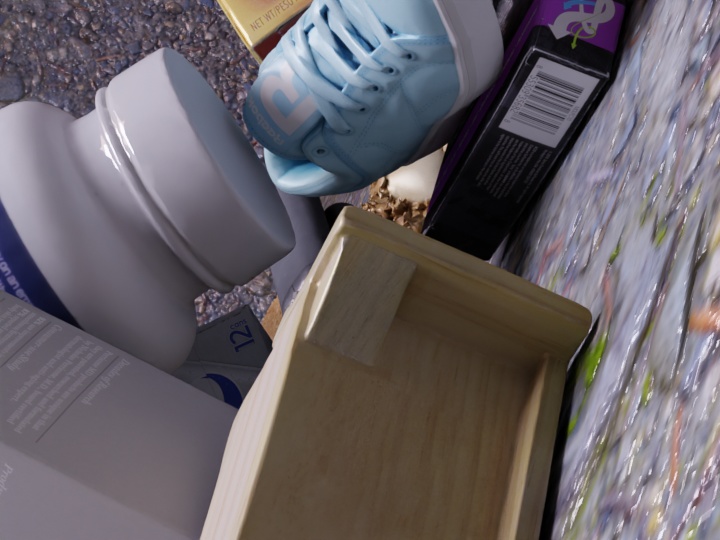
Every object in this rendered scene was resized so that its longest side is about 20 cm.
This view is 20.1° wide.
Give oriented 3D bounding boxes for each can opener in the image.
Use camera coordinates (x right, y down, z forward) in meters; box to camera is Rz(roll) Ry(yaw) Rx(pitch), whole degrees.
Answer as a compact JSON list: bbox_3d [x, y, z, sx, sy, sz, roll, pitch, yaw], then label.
[{"bbox_3d":[0.000,0.000,0.866,0.067,0.053,0.200,-58,20,16],"label":"can opener"}]

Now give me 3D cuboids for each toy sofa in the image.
[{"bbox_3d":[-0.002,0.089,0.546,0.201,0.082,0.098,-75,9,-46],"label":"toy sofa"}]

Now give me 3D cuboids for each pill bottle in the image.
[{"bbox_3d":[-0.130,0.007,0.766,0.199,0.120,0.120,-32,11,9],"label":"pill bottle"}]

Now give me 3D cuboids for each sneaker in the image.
[{"bbox_3d":[-0.002,-0.072,0.758,0.082,0.074,0.200,-32,-16,-14],"label":"sneaker"}]

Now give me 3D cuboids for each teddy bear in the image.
[{"bbox_3d":[0.007,0.015,1.038,0.146,0.066,0.201,-88,23,-47],"label":"teddy bear"}]

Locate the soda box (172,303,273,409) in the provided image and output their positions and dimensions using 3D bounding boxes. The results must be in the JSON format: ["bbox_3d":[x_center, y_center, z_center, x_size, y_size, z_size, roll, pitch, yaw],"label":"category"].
[{"bbox_3d":[-0.050,0.076,0.894,0.200,0.063,0.069,68,176,-77],"label":"soda box"}]

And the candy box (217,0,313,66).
[{"bbox_3d":[-0.036,-0.181,0.879,0.116,0.201,0.057,-35,-33,2],"label":"candy box"}]

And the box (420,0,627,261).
[{"bbox_3d":[0.081,-0.122,0.813,0.143,0.036,0.201,118,169,-59],"label":"box"}]

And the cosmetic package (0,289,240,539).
[{"bbox_3d":[-0.076,0.097,0.662,0.107,0.199,0.090,-65,-4,27],"label":"cosmetic package"}]
